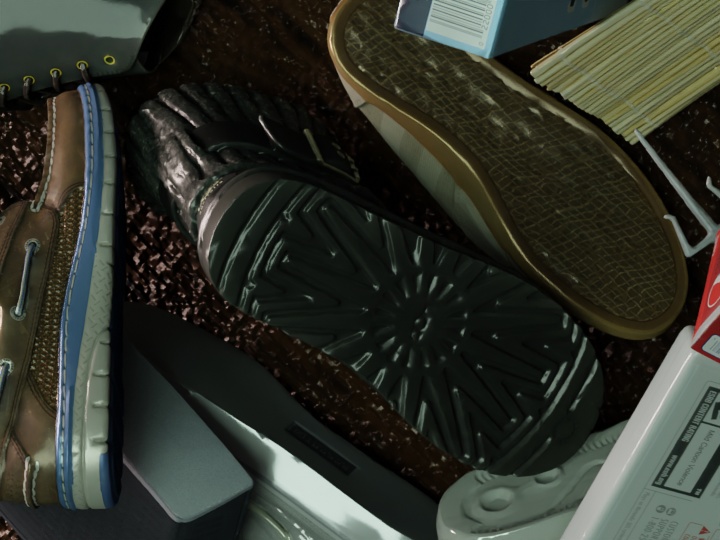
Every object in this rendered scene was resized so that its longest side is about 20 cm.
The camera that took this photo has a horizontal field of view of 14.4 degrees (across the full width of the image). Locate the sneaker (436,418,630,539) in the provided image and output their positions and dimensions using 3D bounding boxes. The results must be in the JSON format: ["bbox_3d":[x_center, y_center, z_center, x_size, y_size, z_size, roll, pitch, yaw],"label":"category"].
[{"bbox_3d":[0.137,0.142,1.249,0.199,0.081,0.147,-13,121,4],"label":"sneaker"}]

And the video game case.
[{"bbox_3d":[0.169,0.126,1.182,0.181,0.023,0.201,16,119,-20],"label":"video game case"}]

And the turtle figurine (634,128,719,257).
[{"bbox_3d":[0.222,-0.042,1.154,0.200,0.101,0.150,34,130,-6],"label":"turtle figurine"}]

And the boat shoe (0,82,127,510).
[{"bbox_3d":[-0.138,0.006,1.229,0.072,0.072,0.201,-1,59,-1],"label":"boat shoe"}]

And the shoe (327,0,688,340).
[{"bbox_3d":[0.065,-0.047,1.246,0.070,0.053,0.200,-44,87,-10],"label":"shoe"}]

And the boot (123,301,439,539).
[{"bbox_3d":[-0.055,0.106,1.308,0.200,0.073,0.096,37,112,14],"label":"boot"}]

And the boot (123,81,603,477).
[{"bbox_3d":[0.001,-0.002,1.238,0.211,0.158,0.080,35,94,-23],"label":"boot"}]

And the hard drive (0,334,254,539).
[{"bbox_3d":[-0.136,0.074,1.303,0.200,0.042,0.135,44,141,22],"label":"hard drive"}]

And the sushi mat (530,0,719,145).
[{"bbox_3d":[0.170,-0.118,1.165,0.200,0.096,0.012,-33,58,24],"label":"sushi mat"}]

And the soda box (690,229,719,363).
[{"bbox_3d":[0.232,0.035,1.107,0.199,0.070,0.063,28,136,-8],"label":"soda box"}]

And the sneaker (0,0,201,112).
[{"bbox_3d":[-0.156,-0.090,1.306,0.106,0.075,0.201,36,110,12],"label":"sneaker"}]

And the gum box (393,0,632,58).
[{"bbox_3d":[0.088,-0.180,1.123,0.044,0.200,0.171,20,107,17],"label":"gum box"}]
